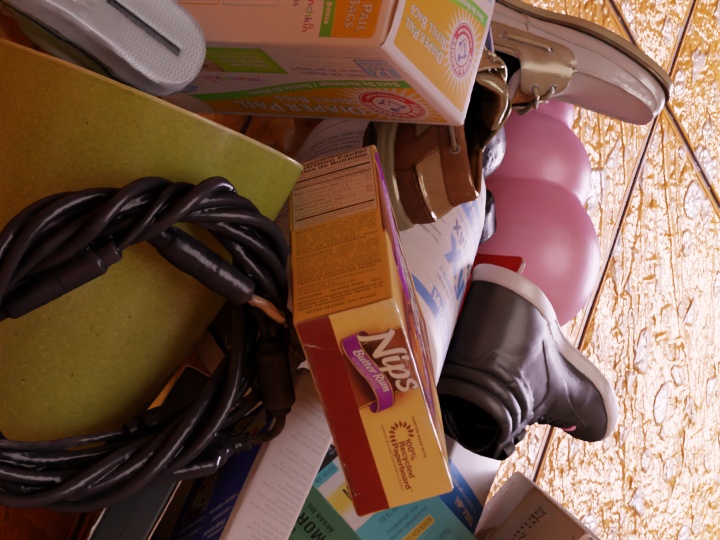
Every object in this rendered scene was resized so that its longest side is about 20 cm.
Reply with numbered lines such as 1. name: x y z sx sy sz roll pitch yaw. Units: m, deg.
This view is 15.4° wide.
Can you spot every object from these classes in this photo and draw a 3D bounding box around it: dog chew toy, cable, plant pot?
1. dog chew toy: 0.108 -0.055 1.861 0.125 0.124 0.201 40 48 -54
2. cable: -0.122 0.035 1.294 0.199 0.051 0.164 -7 115 -25
3. plant pot: -0.153 0.003 1.389 0.187 0.187 0.200 23 89 -58

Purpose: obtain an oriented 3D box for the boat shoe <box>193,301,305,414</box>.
1. boat shoe: -0.077 0.002 1.494 0.072 0.060 0.202 53 5 -39

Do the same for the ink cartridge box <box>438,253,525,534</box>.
1. ink cartridge box: 0.041 0.085 1.759 0.067 0.116 0.200 56 48 -45

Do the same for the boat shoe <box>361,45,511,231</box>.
1. boat shoe: 0.055 -0.099 1.576 0.200 0.074 0.076 -78 153 -44

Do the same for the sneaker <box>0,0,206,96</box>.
1. sneaker: -0.174 -0.157 1.416 0.200 0.071 0.073 43 60 -28

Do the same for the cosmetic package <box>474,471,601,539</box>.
1. cosmetic package: 0.112 0.201 1.664 0.071 0.200 0.105 40 88 -11

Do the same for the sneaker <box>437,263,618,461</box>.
1. sneaker: 0.099 0.085 1.688 0.099 0.071 0.200 -61 145 -17

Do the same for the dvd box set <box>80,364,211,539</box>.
1. dvd box set: -0.138 0.152 1.429 0.147 0.029 0.200 -63 -176 -32

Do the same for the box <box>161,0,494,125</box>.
1. box: -0.037 -0.153 1.513 0.112 0.200 0.102 38 62 -55

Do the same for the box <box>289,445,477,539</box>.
1. box: -0.012 0.135 1.626 0.200 0.049 0.082 48 38 4

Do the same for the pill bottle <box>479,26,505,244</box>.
1. pill bottle: 0.035 -0.115 1.729 0.112 0.112 0.201 -38 126 -52

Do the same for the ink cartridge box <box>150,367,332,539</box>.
1. ink cartridge box: -0.097 0.171 1.478 0.047 0.198 0.200 33 57 -14

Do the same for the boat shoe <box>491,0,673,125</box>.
1. boat shoe: 0.114 -0.141 1.813 0.075 0.200 0.069 121 -7 -63

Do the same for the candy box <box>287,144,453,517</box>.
1. candy box: 0.002 0.028 1.398 0.200 0.056 0.117 -93 167 -66

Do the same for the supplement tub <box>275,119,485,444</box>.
1. supplement tub: 0.000 0.000 1.617 0.200 0.132 0.132 -70 149 -54
